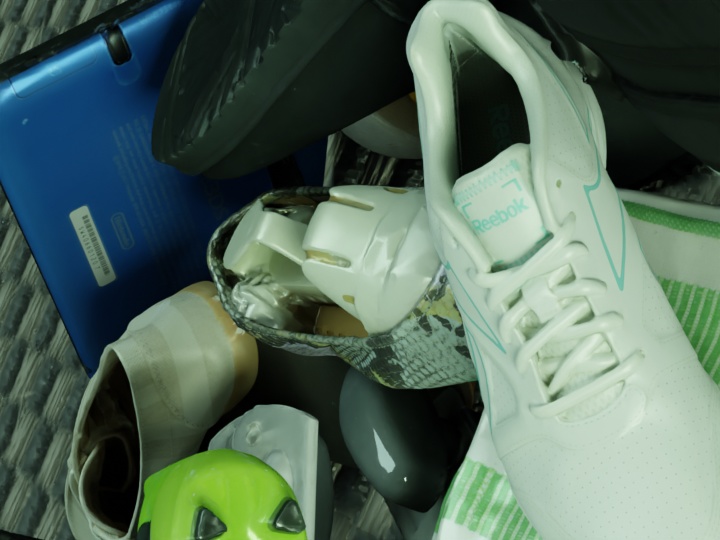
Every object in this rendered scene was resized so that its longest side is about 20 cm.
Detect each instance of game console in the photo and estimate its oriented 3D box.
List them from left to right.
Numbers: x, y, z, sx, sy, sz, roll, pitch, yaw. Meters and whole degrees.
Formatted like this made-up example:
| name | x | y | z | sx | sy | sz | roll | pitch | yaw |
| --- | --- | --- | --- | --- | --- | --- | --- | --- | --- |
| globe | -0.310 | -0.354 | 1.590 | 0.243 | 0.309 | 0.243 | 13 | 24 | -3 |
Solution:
| name | x | y | z | sx | sy | sz | roll | pitch | yaw |
| --- | --- | --- | --- | --- | --- | --- | --- | --- | --- |
| game console | -0.080 | -0.076 | 1.071 | 0.170 | 0.201 | 0.119 | -27 | 51 | -9 |

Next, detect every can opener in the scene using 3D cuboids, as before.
| name | x | y | z | sx | sy | sz | roll | pitch | yaw |
| --- | --- | --- | --- | --- | --- | --- | --- | --- | --- |
| can opener | -0.030 | 0.145 | 0.898 | 0.053 | 0.067 | 0.202 | -15 | 63 | 35 |
| can opener | 0.037 | 0.102 | 0.866 | 0.053 | 0.066 | 0.200 | -60 | 31 | 18 |

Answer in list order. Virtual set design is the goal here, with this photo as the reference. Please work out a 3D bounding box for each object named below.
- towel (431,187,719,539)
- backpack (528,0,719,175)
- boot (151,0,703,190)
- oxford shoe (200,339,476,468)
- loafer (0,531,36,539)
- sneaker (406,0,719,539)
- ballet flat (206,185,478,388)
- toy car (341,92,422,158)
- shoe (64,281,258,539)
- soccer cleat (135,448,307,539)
| name | x | y | z | sx | sy | sz | roll | pitch | yaw |
| --- | --- | --- | --- | --- | --- | --- | --- | --- | --- |
| towel | 0.082 | 0.071 | 0.783 | 0.152 | 0.023 | 0.201 | 12 | 71 | 48 |
| backpack | 0.127 | -0.100 | 0.724 | 0.151 | 0.178 | 0.200 | -48 | 18 | -13 |
| boot | 0.036 | -0.071 | 0.892 | 0.198 | 0.162 | 0.074 | -42 | 35 | 45 |
| oxford shoe | -0.014 | 0.035 | 1.025 | 0.071 | 0.072 | 0.199 | -41 | 20 | -31 |
| loafer | -0.130 | 0.143 | 0.998 | 0.200 | 0.073 | 0.072 | 170 | 113 | -67 |
| sneaker | 0.054 | 0.008 | 0.749 | 0.070 | 0.080 | 0.201 | -26 | 67 | 12 |
| ballet flat | 0.000 | 0.000 | 0.869 | 0.200 | 0.072 | 0.073 | 1 | 70 | 62 |
| toy car | 0.022 | -0.157 | 1.008 | 0.175 | 0.149 | 0.201 | -41 | 35 | 44 |
| shoe | -0.096 | 0.070 | 1.041 | 0.070 | 0.053 | 0.200 | 52 | 147 | 16 |
| soccer cleat | -0.047 | 0.159 | 0.824 | 0.081 | 0.067 | 0.202 | 172 | 100 | -68 |
